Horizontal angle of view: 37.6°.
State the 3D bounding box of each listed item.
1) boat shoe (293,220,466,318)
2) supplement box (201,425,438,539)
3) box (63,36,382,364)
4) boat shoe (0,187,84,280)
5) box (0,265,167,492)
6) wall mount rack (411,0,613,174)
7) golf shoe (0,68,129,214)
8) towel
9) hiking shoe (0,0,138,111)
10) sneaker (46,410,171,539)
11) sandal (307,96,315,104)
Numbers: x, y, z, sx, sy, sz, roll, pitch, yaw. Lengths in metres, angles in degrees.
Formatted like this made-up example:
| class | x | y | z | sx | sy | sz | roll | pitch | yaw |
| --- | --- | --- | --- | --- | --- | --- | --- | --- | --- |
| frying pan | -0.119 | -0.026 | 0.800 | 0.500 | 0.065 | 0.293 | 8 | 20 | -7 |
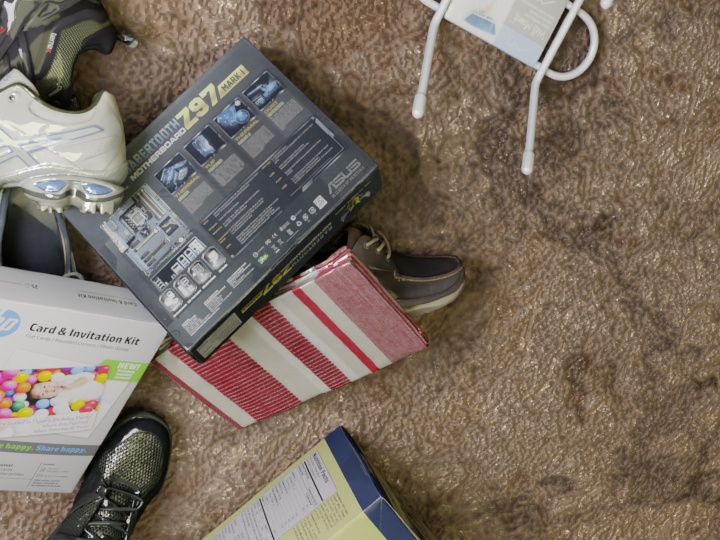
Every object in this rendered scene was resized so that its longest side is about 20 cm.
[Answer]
| class | x | y | z | sx | sy | sz | roll | pitch | yaw |
| --- | --- | --- | --- | --- | --- | --- | --- | --- | --- |
| boat shoe | 0.000 | 0.000 | 0.910 | 0.196 | 0.075 | 0.075 | -7 | 111 | -17 |
| supplement box | -0.023 | 0.298 | 0.973 | 0.199 | 0.134 | 0.201 | -39 | 116 | -1 |
| box | -0.105 | -0.056 | 0.807 | 0.200 | 0.051 | 0.158 | -45 | 75 | -8 |
| boat shoe | -0.256 | 0.005 | 0.834 | 0.074 | 0.062 | 0.204 | -4 | 111 | -21 |
| box | -0.258 | 0.091 | 0.821 | 0.154 | 0.041 | 0.201 | 12 | 122 | -40 |
| wall mount rack | 0.120 | -0.190 | 0.882 | 0.198 | 0.075 | 0.176 | 23 | 101 | -23 |
| golf shoe | -0.261 | -0.092 | 0.736 | 0.197 | 0.078 | 0.099 | 1 | 96 | -24 |
| towel | -0.058 | 0.063 | 0.885 | 0.198 | 0.023 | 0.144 | -25 | 137 | 17 |
| hiking shoe | -0.258 | -0.130 | 0.778 | 0.200 | 0.076 | 0.101 | -44 | 112 | 0 |
| sneaker | -0.215 | 0.222 | 0.897 | 0.076 | 0.114 | 0.201 | 31 | 95 | -27 |
| sandal | -0.109 | -0.063 | 0.860 | 0.199 | 0.043 | 0.076 | -37 | 73 | -7 |
